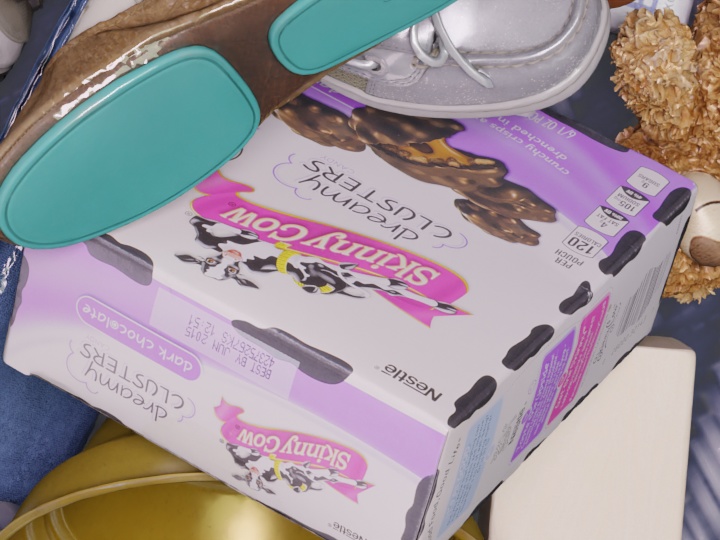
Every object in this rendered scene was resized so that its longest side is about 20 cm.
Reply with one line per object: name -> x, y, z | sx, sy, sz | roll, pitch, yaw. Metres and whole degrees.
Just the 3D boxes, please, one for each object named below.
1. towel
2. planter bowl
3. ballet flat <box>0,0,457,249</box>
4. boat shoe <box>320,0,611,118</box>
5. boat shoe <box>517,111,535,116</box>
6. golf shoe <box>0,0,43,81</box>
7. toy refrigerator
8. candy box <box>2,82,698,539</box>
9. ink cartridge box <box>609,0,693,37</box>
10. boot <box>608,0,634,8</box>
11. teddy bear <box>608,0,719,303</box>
towel -> -0.110, -0.011, 1.121 | 0.048, 0.112, 0.201 | 27, 90, 30
planter bowl -> -0.041, 0.088, 1.120 | 0.199, 0.201, 0.084 | 7, 58, -9
ballet flat -> -0.046, -0.083, 0.978 | 0.200, 0.072, 0.068 | -35, 140, 3
boat shoe -> -0.013, -0.108, 1.030 | 0.201, 0.065, 0.075 | 22, 81, 13
boat shoe -> 0.000, -0.137, 1.096 | 0.201, 0.070, 0.072 | 41, 107, 18
golf shoe -> -0.203, -0.124, 1.085 | 0.200, 0.073, 0.092 | 31, 90, -30
toy refrigerator -> 0.083, 0.125, 1.173 | 0.076, 0.070, 0.201 | 4, 93, -2
candy box -> 0.000, 0.000, 1.058 | 0.167, 0.200, 0.072 | 28, 127, 17
ink cartridge box -> 0.056, -0.207, 1.157 | 0.199, 0.041, 0.201 | 15, 92, -9
boot -> 0.135, -0.177, 1.071 | 0.074, 0.155, 0.200 | 31, 90, -10
teddy bear -> 0.156, -0.075, 1.150 | 0.067, 0.145, 0.200 | 36, 82, 35
